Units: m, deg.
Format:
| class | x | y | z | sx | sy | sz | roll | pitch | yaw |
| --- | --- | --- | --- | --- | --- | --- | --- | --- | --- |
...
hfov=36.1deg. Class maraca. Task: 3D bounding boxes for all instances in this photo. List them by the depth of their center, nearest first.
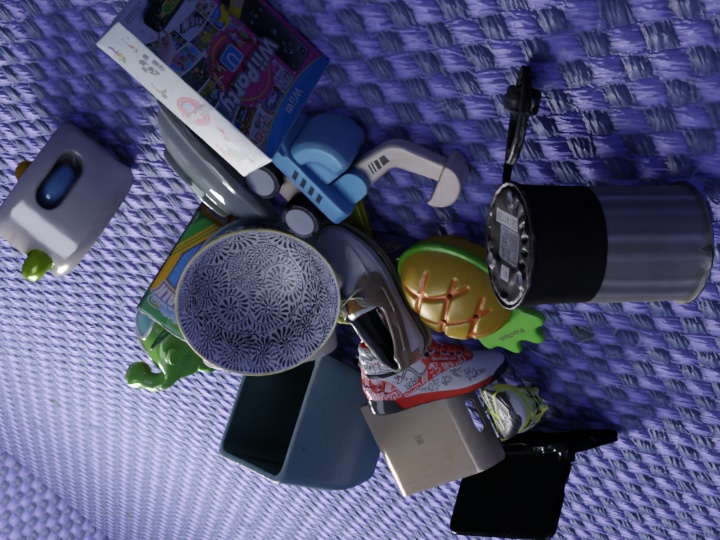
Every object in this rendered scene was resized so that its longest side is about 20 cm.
| class | x | y | z | sx | sy | sz | roll | pitch | yaw |
| --- | --- | --- | --- | --- | --- | --- | --- | --- | --- |
| maraca | 0.131 | 0.033 | 1.311 | 0.199 | 0.108 | 0.137 | 37 | 149 | -15 |

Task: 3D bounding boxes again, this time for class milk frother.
| class | x | y | z | sx | sy | sz | roll | pitch | yaw |
| --- | --- | --- | --- | --- | --- | --- | --- | --- | --- |
| milk frother | 0.219 | -0.078 | 1.044 | 0.184 | 0.181 | 0.203 | -1 | 122 | -15 |

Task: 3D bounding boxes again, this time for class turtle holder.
| class | x | y | z | sx | sy | sz | roll | pitch | yaw |
| --- | --- | --- | --- | --- | --- | --- | --- | --- | --- |
| turtle holder | -0.289 | 0.098 | 1.739 | 0.131 | 0.140 | 0.189 | 31 | 118 | 32 |

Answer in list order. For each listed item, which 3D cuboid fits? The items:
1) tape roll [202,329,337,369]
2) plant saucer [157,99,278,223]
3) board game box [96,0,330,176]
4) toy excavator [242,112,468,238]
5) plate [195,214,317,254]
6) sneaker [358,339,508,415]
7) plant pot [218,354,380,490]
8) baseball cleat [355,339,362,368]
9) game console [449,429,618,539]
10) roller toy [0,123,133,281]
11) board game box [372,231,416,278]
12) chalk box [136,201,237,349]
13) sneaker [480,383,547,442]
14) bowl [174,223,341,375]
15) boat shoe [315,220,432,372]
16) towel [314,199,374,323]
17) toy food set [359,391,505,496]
| class | x | y | z | sx | sy | sz | roll | pitch | yaw |
| --- | --- | --- | --- | --- | --- | --- | --- | --- | --- |
| tape roll | -0.130 | 0.101 | 1.587 | 0.200 | 0.201 | 0.038 | 2 | 102 | 40 |
| plant saucer | -0.180 | -0.118 | 1.308 | 0.200 | 0.050 | 0.200 | 46 | -176 | -4 |
| board game box | -0.145 | -0.220 | 1.123 | 0.199 | 0.149 | 0.064 | 41 | 147 | -21 |
| toy excavator | -0.005 | -0.116 | 1.226 | 0.194 | 0.101 | 0.199 | 43 | 135 | -14 |
| plate | -0.127 | 0.020 | 1.415 | 0.200 | 0.200 | 0.026 | 45 | -175 | -27 |
| sneaker | 0.094 | 0.111 | 1.459 | 0.067 | 0.198 | 0.110 | -125 | 19 | -74 |
| plant pot | -0.067 | 0.233 | 1.706 | 0.198 | 0.200 | 0.194 | 24 | 171 | -35 |
| baseball cleat | 0.048 | 0.113 | 1.567 | 0.105 | 0.071 | 0.200 | 20 | 162 | 6 |
| game console | 0.239 | 0.292 | 1.528 | 0.174 | 0.119 | 0.198 | -5 | 176 | -40 |
| roller toy | -0.413 | -0.102 | 1.521 | 0.139 | 0.201 | 0.182 | 37 | 115 | -16 |
| board game box | 0.000 | 0.000 | 1.454 | 0.197 | 0.035 | 0.136 | 11 | 146 | 31 |
| chalk box | -0.215 | 0.025 | 1.489 | 0.123 | 0.202 | 0.125 | 32 | -170 | -8 |
| sneaker | 0.207 | 0.177 | 1.467 | 0.076 | 0.075 | 0.200 | 63 | 180 | 10 |
| bowl | -0.125 | 0.018 | 1.341 | 0.196 | 0.095 | 0.204 | -3 | 120 | -5 |
| boat shoe | 0.010 | 0.031 | 1.339 | 0.201 | 0.068 | 0.074 | 51 | 134 | -6 |
| towel | -0.018 | -0.019 | 1.380 | 0.085 | 0.018 | 0.203 | 0 | 120 | 29 |
| toy food set | 0.099 | 0.228 | 1.575 | 0.199 | 0.060 | 0.145 | -28 | 87 | 40 |
